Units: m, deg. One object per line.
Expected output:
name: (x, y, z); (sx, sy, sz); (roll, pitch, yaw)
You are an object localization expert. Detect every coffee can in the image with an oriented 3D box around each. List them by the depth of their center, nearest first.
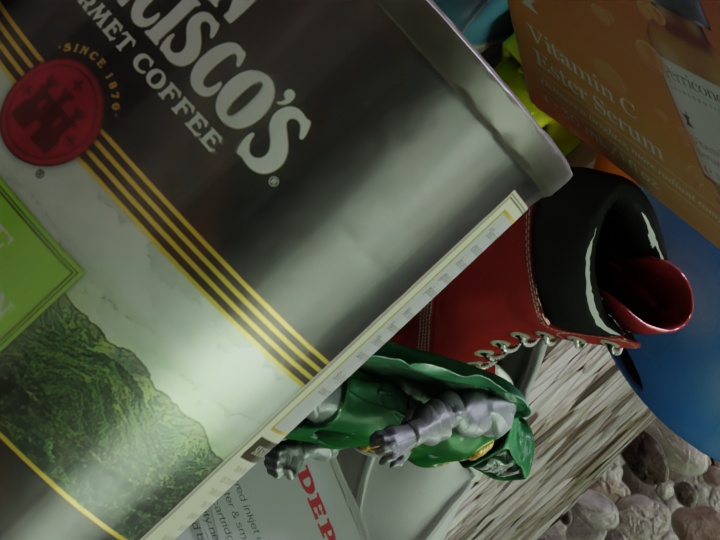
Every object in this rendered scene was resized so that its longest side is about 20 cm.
coffee can: (-0.063, -0.012, 0.787); (0.200, 0.146, 0.146); (-43, 170, 2)

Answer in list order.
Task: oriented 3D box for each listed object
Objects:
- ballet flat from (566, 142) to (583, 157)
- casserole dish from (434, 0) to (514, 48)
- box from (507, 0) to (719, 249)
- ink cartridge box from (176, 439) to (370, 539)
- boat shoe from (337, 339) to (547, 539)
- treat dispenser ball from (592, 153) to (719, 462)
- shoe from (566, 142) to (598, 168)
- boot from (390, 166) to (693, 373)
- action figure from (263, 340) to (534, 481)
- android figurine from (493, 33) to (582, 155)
ballet flat: (0.042, -0.027, 1.348); (0.200, 0.063, 0.069); (-50, 162, 10)
casserole dish: (0.073, -0.134, 1.123); (0.121, 0.039, 0.200); (-47, 170, 24)
box: (0.129, -0.107, 0.959); (0.106, 0.152, 0.200); (-40, 147, -14)
ink cartridge box: (-0.095, 0.105, 1.079); (0.083, 0.146, 0.200); (-21, -178, 36)
boat shoe: (0.034, 0.053, 1.235); (0.065, 0.073, 0.201); (-31, -149, 51)
treat dispenser ball: (0.190, -0.013, 1.160); (0.201, 0.201, 0.201); (-41, 170, -9)
shoe: (0.138, -0.042, 1.300); (0.070, 0.054, 0.200); (6, 137, -46)
boot: (0.061, 0.022, 1.097); (0.073, 0.144, 0.200); (-52, 152, -28)
action figure: (-0.007, 0.048, 1.040); (0.199, 0.055, 0.118); (14, 162, -40)
android figurine: (0.110, -0.105, 1.159); (0.200, 0.041, 0.182); (-42, 170, -5)
